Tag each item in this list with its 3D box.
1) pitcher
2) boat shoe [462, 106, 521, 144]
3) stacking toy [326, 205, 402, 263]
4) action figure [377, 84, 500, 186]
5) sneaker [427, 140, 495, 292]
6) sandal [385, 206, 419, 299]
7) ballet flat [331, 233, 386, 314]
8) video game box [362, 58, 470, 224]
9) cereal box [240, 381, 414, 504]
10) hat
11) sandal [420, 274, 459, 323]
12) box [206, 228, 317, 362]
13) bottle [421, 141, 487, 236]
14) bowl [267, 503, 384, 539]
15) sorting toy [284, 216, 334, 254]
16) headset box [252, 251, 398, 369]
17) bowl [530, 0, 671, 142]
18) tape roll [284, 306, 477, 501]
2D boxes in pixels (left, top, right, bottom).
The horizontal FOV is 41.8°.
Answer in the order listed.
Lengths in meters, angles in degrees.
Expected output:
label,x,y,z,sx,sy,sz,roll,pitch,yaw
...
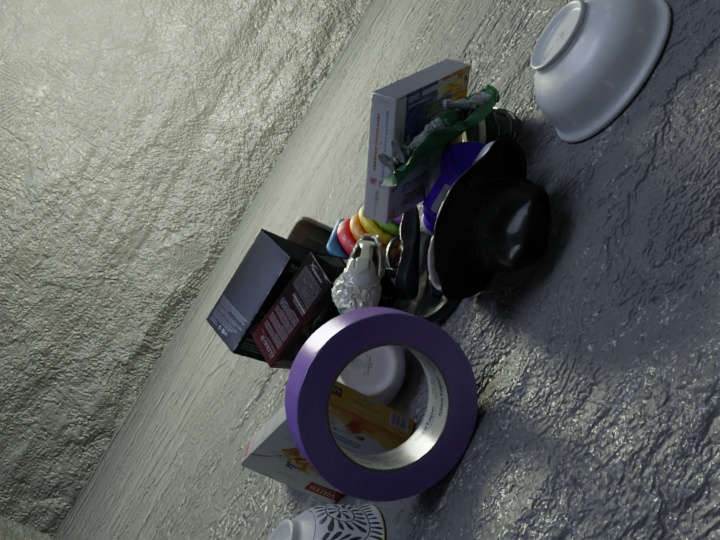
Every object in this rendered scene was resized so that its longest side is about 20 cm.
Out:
label,x,y,z,sx,sy,sz,roll,pitch,yaw
pitcher,-0.011,0.158,1.281,0.200,0.121,0.172,139,139,-76
boat shoe,0.185,-0.202,1.375,0.200,0.068,0.072,-118,17,-84
stacking toy,0.045,-0.085,1.506,0.200,0.110,0.116,-49,11,31
action figure,0.112,-0.189,1.222,0.200,0.055,0.118,-36,1,-30
sneaker,0.138,-0.064,1.136,0.114,0.073,0.201,7,-81,-64
sandal,0.062,-0.022,1.378,0.200,0.043,0.076,-80,-15,-58
ballet flat,0.000,0.000,1.340,0.072,0.072,0.200,-54,9,23
video game box,0.079,-0.182,1.315,0.200,0.047,0.182,-35,-40,-47
cereal box,-0.045,0.219,1.198,0.200,0.144,0.040,-48,21,40
hat,0.167,-0.045,1.064,0.081,0.201,0.201,22,81,31
sandal,0.131,-0.023,1.246,0.200,0.043,0.076,-59,16,7
box,-0.115,0.057,1.554,0.182,0.200,0.104,-57,45,10
bottle,0.130,-0.105,1.295,0.200,0.083,0.065,116,156,-67
bowl,-0.064,0.354,1.115,0.201,0.094,0.201,-54,18,26
sorting toy,-0.091,0.011,1.642,0.200,0.185,0.036,-56,45,10
headset box,-0.059,0.075,1.454,0.200,0.149,0.077,-54,50,24
bowl,0.271,-0.263,1.139,0.201,0.090,0.201,-53,17,24
tape roll,0.022,0.142,1.014,0.200,0.200,0.066,-62,15,-4
